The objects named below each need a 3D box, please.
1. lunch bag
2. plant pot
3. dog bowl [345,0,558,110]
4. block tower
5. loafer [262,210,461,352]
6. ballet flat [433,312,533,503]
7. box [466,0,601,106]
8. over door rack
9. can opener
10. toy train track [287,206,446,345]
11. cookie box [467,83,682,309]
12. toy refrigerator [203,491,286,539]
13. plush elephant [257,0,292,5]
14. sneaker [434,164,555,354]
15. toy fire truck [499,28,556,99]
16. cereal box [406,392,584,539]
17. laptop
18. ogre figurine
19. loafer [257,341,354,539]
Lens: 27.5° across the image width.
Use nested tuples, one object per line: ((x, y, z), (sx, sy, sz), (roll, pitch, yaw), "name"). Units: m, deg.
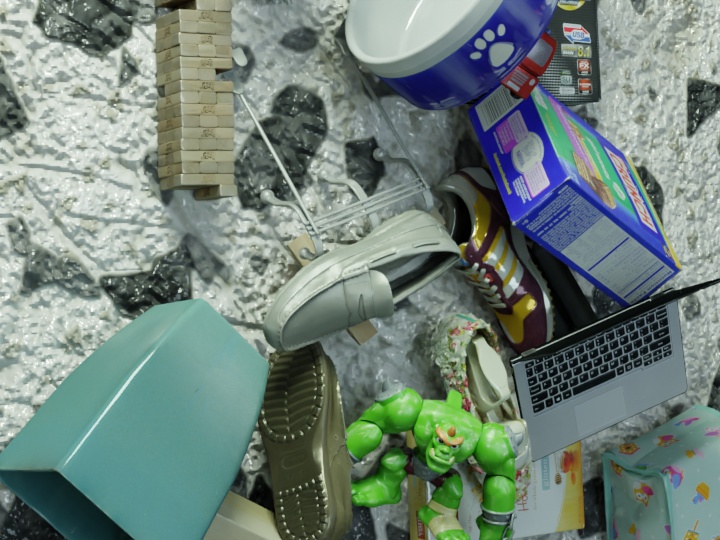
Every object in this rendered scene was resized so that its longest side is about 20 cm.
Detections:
((0.353, 0.270, 1.570), (0.169, 0.121, 0.202), (-19, 107, -33), "lunch bag")
((-0.177, 0.130, 1.229), (0.141, 0.141, 0.201), (46, 59, -23), "plant pot")
((0.083, -0.248, 1.323), (0.079, 0.199, 0.202), (35, 71, -34), "dog bowl")
((-0.147, -0.164, 1.296), (0.057, 0.054, 0.203), (-3, 90, -31), "block tower")
((0.002, 0.014, 1.315), (0.199, 0.070, 0.070), (-34, 138, -21), "loafer")
((0.125, 0.136, 1.415), (0.075, 0.064, 0.202), (-28, 99, -32), "ballet flat")
((0.154, -0.251, 1.494), (0.198, 0.044, 0.162), (-2, 91, -32), "box")
((-0.033, -0.122, 1.368), (0.147, 0.066, 0.202), (-23, 88, -32), "over door rack")
((0.222, 0.048, 1.538), (0.201, 0.052, 0.067), (55, 29, -21), "can opener")
((0.000, 0.000, 1.390), (0.199, 0.033, 0.115), (-35, 86, -27), "toy train track")
((0.211, -0.079, 1.441), (0.199, 0.075, 0.172), (32, 29, -39), "cookie box")
((-0.090, 0.259, 1.308), (0.199, 0.070, 0.076), (31, 100, -27), "toy refrigerator")
((-0.075, -0.336, 1.284), (0.164, 0.154, 0.202), (-29, 104, -29), "plush elephant")
((0.126, -0.002, 1.459), (0.089, 0.075, 0.202), (-16, 89, -32), "sneaker")
((0.142, -0.254, 1.378), (0.048, 0.200, 0.142), (28, 103, -27), "toy fire truck")
((0.137, 0.197, 1.478), (0.198, 0.039, 0.146), (-2, 89, -33), "cereal box")
((0.251, 0.097, 1.399), (0.185, 0.116, 0.202), (-22, 122, -12), "laptop")
((0.064, 0.177, 1.370), (0.121, 0.198, 0.098), (-68, 163, 15), "ogre figurine")
((-0.047, 0.158, 1.329), (0.067, 0.075, 0.202), (43, 39, -57), "loafer")
